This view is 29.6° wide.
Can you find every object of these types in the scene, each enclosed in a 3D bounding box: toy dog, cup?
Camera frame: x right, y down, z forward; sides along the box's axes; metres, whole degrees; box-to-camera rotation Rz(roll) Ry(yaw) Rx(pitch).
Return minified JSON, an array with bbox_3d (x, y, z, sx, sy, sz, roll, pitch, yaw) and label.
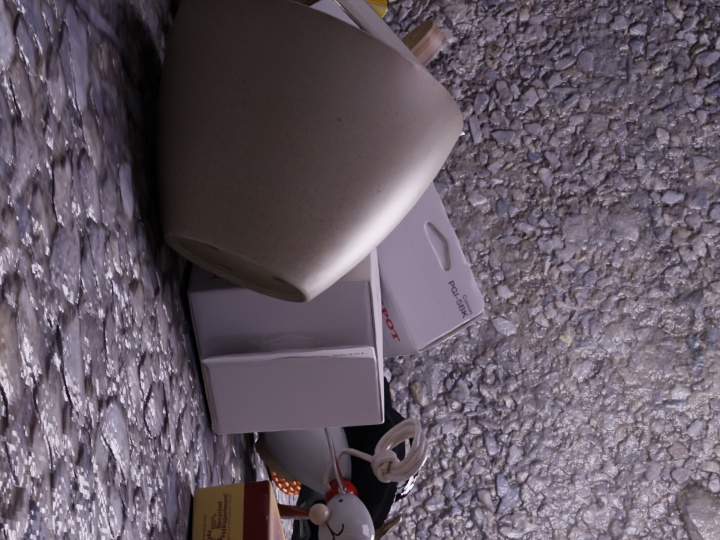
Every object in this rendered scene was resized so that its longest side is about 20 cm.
[{"bbox_3d":[-0.045,0.144,1.093,0.132,0.096,0.200,-59,-154,-7],"label":"toy dog"},{"bbox_3d":[-0.053,-0.065,0.867,0.200,0.199,0.144,72,40,-75],"label":"cup"}]

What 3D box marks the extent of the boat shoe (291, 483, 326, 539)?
[{"bbox_3d":[-0.035,0.269,1.185,0.062,0.072,0.202,-72,167,-76],"label":"boat shoe"}]

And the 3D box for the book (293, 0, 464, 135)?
[{"bbox_3d":[-0.028,-0.135,1.023,0.200,0.133,0.048,37,33,-48],"label":"book"}]

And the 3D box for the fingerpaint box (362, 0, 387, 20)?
[{"bbox_3d":[-0.054,-0.217,1.100,0.200,0.073,0.168,129,-35,-49],"label":"fingerpaint box"}]

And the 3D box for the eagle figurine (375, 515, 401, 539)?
[{"bbox_3d":[0.000,0.360,1.294,0.152,0.150,0.201,112,-33,-53],"label":"eagle figurine"}]

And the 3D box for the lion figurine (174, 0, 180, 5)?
[{"bbox_3d":[-0.105,-0.252,1.072,0.200,0.072,0.123,-102,-165,-70],"label":"lion figurine"}]

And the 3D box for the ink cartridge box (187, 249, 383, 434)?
[{"bbox_3d":[-0.050,0.024,0.999,0.200,0.127,0.126,-90,174,-58],"label":"ink cartridge box"}]

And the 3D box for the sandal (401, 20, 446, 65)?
[{"bbox_3d":[-0.017,-0.158,1.171,0.070,0.212,0.077,49,-20,-19],"label":"sandal"}]

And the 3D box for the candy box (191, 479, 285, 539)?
[{"bbox_3d":[-0.068,0.249,0.900,0.117,0.056,0.201,-94,177,-49],"label":"candy box"}]

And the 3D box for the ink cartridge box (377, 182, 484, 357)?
[{"bbox_3d":[0.000,0.000,1.202,0.200,0.083,0.148,-15,-79,59],"label":"ink cartridge box"}]

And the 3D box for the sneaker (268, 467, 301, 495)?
[{"bbox_3d":[-0.056,0.116,1.240,0.092,0.075,0.201,-99,-178,-53],"label":"sneaker"}]

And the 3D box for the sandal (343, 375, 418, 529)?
[{"bbox_3d":[0.023,0.149,1.156,0.076,0.048,0.201,-59,-164,21],"label":"sandal"}]
